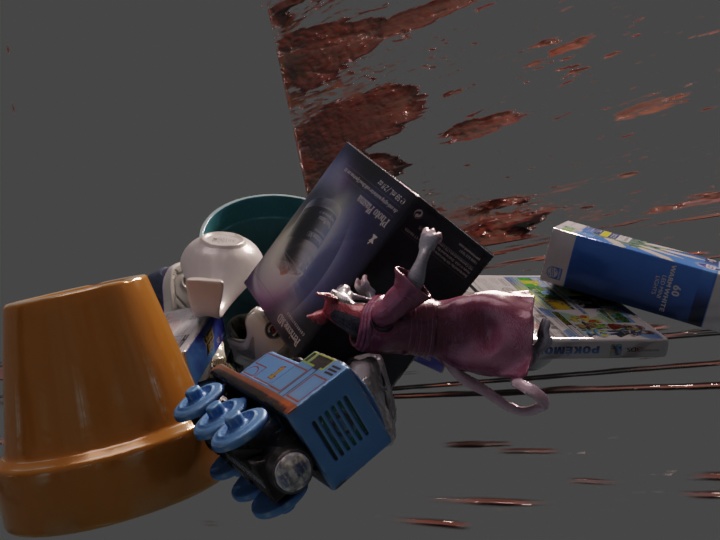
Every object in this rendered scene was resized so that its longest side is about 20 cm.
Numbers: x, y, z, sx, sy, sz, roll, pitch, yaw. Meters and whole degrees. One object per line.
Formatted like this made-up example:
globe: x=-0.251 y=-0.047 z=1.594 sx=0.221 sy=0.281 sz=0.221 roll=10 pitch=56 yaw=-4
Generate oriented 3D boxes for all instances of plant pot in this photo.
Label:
plant pot: x=-0.228 y=0.106 z=0.897 sx=0.198 sy=0.186 sz=0.200 roll=-12 pitch=3 yaw=1
plant pot: x=-0.112 y=0.034 z=1.347 sx=0.197 sy=0.190 sz=0.201 roll=5 pitch=36 yaw=-4

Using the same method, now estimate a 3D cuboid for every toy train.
toy train: x=-0.065 y=0.114 z=0.781 sx=0.114 sy=0.087 sz=0.200 roll=-34 pitch=17 yaw=-18

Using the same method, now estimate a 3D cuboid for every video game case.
video game case: x=0.184 y=0.044 z=1.050 sx=0.180 sy=0.022 sz=0.200 roll=0 pitch=17 yaw=-13
video game case: x=-0.250 y=0.094 z=1.112 sx=0.179 sy=0.046 sz=0.200 roll=-10 pitch=11 yaw=5

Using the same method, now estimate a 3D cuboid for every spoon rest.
spoon rest: x=-0.164 y=0.005 z=1.170 sx=0.098 sy=0.061 sz=0.200 roll=5 pitch=18 yaw=0

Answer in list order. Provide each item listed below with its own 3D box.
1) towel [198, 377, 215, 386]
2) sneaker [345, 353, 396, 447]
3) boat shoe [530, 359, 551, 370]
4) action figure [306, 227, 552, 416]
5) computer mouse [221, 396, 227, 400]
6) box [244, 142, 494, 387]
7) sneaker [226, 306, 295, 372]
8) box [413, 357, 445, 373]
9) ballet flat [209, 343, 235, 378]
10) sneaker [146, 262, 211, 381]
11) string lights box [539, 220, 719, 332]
towel: x=-0.197 y=0.154 z=1.177 sx=0.111 sy=0.049 sz=0.199 roll=-16 pitch=5 yaw=-40
sneaker: x=-0.029 y=0.122 z=0.904 sx=0.112 sy=0.076 sz=0.200 roll=-15 pitch=0 yaw=4
boat shoe: x=0.177 y=0.071 z=1.128 sx=0.057 sy=0.068 sz=0.200 roll=-58 pitch=-1 yaw=22
action figure: x=0.052 y=0.053 z=0.880 sx=0.197 sy=0.151 sz=0.134 roll=3 pitch=-22 yaw=-10
computer mouse: x=-0.200 y=0.148 z=1.049 sx=0.198 sy=0.044 sz=0.110 roll=-9 pitch=34 yaw=37
box: x=0.000 y=0.000 z=1.079 sx=0.123 sy=0.199 sz=0.200 roll=34 pitch=5 yaw=-30
sneaker: x=-0.123 y=0.091 z=1.232 sx=0.074 sy=0.088 sz=0.200 roll=-46 pitch=-1 yaw=-29
box: x=0.053 y=0.071 z=1.234 sx=0.118 sy=0.042 sz=0.200 roll=23 pitch=9 yaw=5
ballet flat: x=-0.193 y=0.121 z=1.472 sx=0.067 sy=0.076 sz=0.200 roll=-11 pitch=4 yaw=25
sneaker: x=-0.260 y=0.096 z=1.364 sx=0.080 sy=0.203 sz=0.146 roll=11 pitch=-20 yaw=-33
string lights box: x=0.296 y=0.005 z=1.072 sx=0.198 sy=0.060 sz=0.103 roll=16 pitch=12 yaw=17
